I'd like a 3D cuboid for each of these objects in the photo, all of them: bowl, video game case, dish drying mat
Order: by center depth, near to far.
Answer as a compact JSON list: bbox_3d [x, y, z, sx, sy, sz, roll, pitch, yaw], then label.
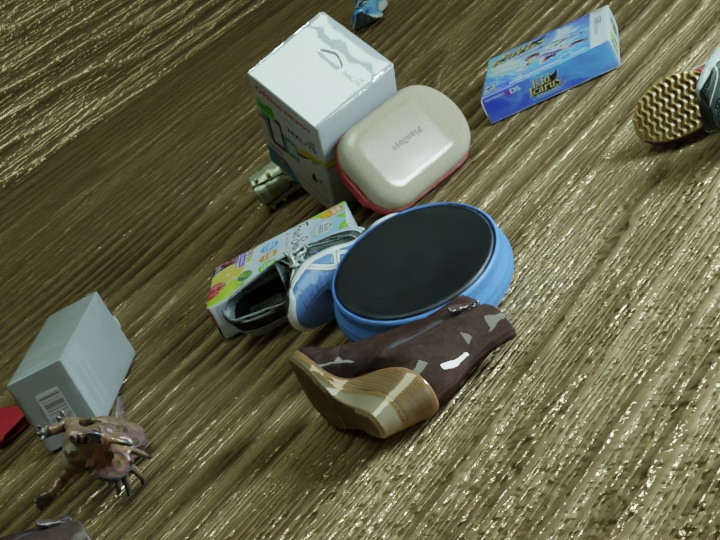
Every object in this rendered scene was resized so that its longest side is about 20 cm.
[{"bbox_3d":[0.061,0.002,1.341,0.198,0.040,0.202,-17,35,13],"label":"bowl"},{"bbox_3d":[-0.514,0.216,1.740,0.198,0.018,0.077,-11,27,40],"label":"dish drying mat"},{"bbox_3d":[0.273,-0.299,1.850,0.198,0.046,0.182,-23,20,19],"label":"video game case"}]

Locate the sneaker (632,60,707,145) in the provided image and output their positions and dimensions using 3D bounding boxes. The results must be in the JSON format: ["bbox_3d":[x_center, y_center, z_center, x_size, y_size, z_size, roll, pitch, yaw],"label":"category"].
[{"bbox_3d":[0.396,-0.202,1.421,0.199,0.076,0.090,-34,-16,23],"label":"sneaker"}]

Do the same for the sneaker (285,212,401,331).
[{"bbox_3d":[0.000,0.000,1.453,0.199,0.076,0.077,-38,25,-18],"label":"sneaker"}]

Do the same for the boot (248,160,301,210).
[{"bbox_3d":[-0.092,-0.149,1.963,0.154,0.073,0.200,-32,18,-1],"label":"boot"}]

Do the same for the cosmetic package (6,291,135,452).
[{"bbox_3d":[-0.358,0.123,1.616,0.089,0.108,0.200,-26,18,10],"label":"cosmetic package"}]

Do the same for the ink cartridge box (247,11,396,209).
[{"bbox_3d":[-0.043,-0.215,1.775,0.146,0.201,0.146,-41,62,-17],"label":"ink cartridge box"}]

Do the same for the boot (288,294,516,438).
[{"bbox_3d":[0.036,0.081,1.221,0.166,0.073,0.199,-36,27,-20],"label":"boot"}]

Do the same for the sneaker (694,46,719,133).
[{"bbox_3d":[0.426,-0.207,1.289,0.199,0.081,0.086,-38,31,-7],"label":"sneaker"}]

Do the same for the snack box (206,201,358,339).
[{"bbox_3d":[-0.095,-0.003,1.630,0.198,0.053,0.143,-27,21,8],"label":"snack box"}]

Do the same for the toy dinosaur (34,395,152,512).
[{"bbox_3d":[-0.269,0.188,1.377,0.134,0.087,0.200,-11,8,18],"label":"toy dinosaur"}]

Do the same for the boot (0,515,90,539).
[{"bbox_3d":[-0.363,0.295,1.271,0.165,0.073,0.199,-26,14,-30],"label":"boot"}]

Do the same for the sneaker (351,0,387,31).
[{"bbox_3d":[0.004,-0.609,2.923,0.078,0.091,0.201,-23,21,17],"label":"sneaker"}]

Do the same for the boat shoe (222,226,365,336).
[{"bbox_3d":[-0.074,0.007,1.513,0.197,0.074,0.068,-26,-22,11],"label":"boat shoe"}]

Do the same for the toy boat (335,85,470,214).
[{"bbox_3d":[0.053,-0.151,1.726,0.199,0.131,0.131,-38,-8,-24],"label":"toy boat"}]
